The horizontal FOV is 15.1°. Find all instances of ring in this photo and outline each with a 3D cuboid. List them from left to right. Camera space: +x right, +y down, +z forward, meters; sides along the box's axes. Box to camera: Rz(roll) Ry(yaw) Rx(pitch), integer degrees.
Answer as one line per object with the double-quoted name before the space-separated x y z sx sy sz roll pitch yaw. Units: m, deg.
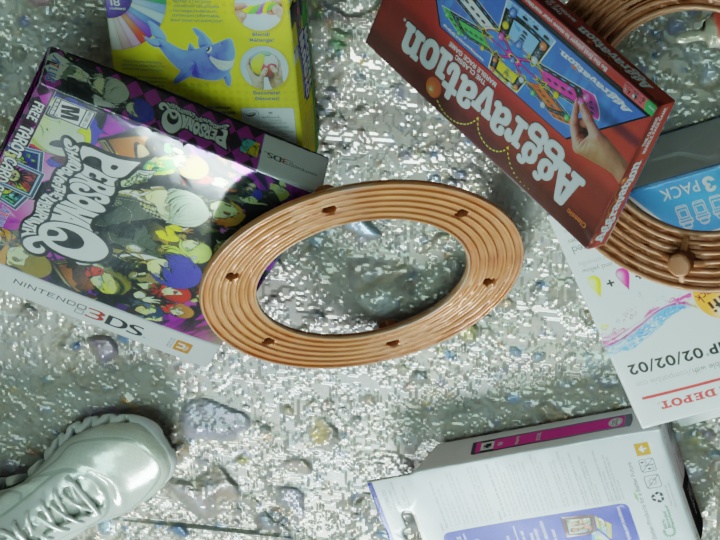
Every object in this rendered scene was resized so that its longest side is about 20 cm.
"ring" 0.000 0.000 1.655 0.200 0.019 0.201 -8 147 -5
"ring" 0.189 -0.082 1.529 0.200 0.019 0.201 7 109 21

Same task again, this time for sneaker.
"sneaker" -0.209 0.160 1.809 0.200 0.081 0.075 -26 110 23

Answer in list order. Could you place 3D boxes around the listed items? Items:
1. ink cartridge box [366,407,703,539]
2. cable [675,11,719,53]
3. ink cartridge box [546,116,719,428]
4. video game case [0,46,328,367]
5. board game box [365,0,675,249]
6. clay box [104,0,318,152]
"ink cartridge box" 0.113 0.149 1.760 0.200 0.037 0.095 -13 118 16
"cable" 0.272 -0.157 1.532 0.199 0.050 0.097 0 112 13
"ink cartridge box" 0.205 0.019 1.643 0.115 0.068 0.200 -16 116 21
"video game case" -0.139 -0.034 1.659 0.181 0.036 0.200 22 139 -13
"board game box" 0.087 -0.113 1.549 0.200 0.019 0.103 44 131 28
"clay box" -0.091 -0.152 1.615 0.115 0.048 0.200 3 121 11
